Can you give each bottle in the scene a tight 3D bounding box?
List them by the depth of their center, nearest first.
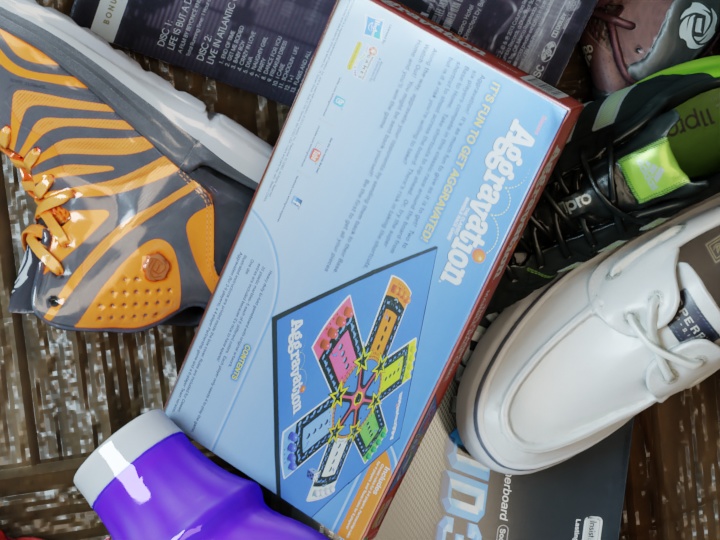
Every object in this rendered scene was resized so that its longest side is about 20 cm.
[{"bbox_3d":[-0.034,0.143,0.735,0.084,0.065,0.200,-37,77,-18],"label":"bottle"}]

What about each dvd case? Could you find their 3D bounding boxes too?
[{"bbox_3d":[-0.002,-0.130,0.755,0.200,0.016,0.149,19,121,-10],"label":"dvd case"}]

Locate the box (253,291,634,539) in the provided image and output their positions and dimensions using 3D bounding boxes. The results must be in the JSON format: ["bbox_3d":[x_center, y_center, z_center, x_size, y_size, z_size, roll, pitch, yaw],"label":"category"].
[{"bbox_3d":[0.038,0.063,0.810,0.159,0.046,0.200,7,93,-14],"label":"box"}]

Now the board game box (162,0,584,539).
[{"bbox_3d":[0.000,0.000,0.729,0.103,0.019,0.200,32,112,18],"label":"board game box"}]

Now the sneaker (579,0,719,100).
[{"bbox_3d":[0.087,-0.130,0.790,0.200,0.076,0.116,5,97,-14],"label":"sneaker"}]

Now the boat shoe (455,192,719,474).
[{"bbox_3d":[0.126,0.013,0.769,0.200,0.065,0.074,-41,104,-8],"label":"boat shoe"}]

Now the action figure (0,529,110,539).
[{"bbox_3d":[-0.119,0.142,0.769,0.200,0.065,0.052,31,113,-10],"label":"action figure"}]

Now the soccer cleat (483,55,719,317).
[{"bbox_3d":[0.090,-0.035,0.748,0.200,0.081,0.068,-27,98,-9],"label":"soccer cleat"}]

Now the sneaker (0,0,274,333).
[{"bbox_3d":[-0.129,-0.041,0.744,0.200,0.078,0.112,31,87,-14],"label":"sneaker"}]
